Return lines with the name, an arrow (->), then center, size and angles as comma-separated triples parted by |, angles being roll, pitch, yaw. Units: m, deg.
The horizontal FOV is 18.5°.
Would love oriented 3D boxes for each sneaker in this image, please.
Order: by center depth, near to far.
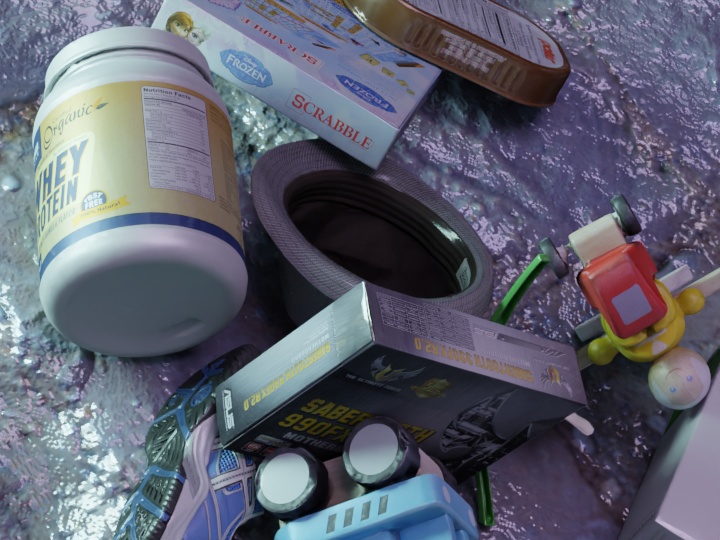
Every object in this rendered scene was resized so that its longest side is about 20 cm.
sneaker -> -0.103, 0.135, 1.502 | 0.077, 0.076, 0.200 | 41, 46, -22

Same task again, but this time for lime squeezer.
lime squeezer -> 0.089, 0.075, 1.577 | 0.038, 0.201, 0.071 | 8, 14, -16

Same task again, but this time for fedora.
fedora -> 0.000, 0.000, 1.604 | 0.200, 0.091, 0.177 | 40, 36, 24

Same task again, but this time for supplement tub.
supplement tub -> -0.157, -0.056, 1.556 | 0.144, 0.145, 0.201 | 5, 55, -19

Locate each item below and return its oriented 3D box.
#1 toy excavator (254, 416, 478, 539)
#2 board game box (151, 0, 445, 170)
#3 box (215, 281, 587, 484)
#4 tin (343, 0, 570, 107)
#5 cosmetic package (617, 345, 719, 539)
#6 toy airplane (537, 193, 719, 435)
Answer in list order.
toy excavator -> 0.043, 0.199, 1.432 | 0.194, 0.100, 0.201 | -20, 59, 15
board game box -> -0.040, -0.174, 1.703 | 0.199, 0.041, 0.200 | 31, 26, 2
box -> 0.028, 0.085, 1.484 | 0.199, 0.158, 0.049 | 18, 50, -39
tin -> 0.080, -0.195, 1.781 | 0.199, 0.042, 0.112 | 23, 30, -17
cosmetic package -> 0.258, 0.153, 1.602 | 0.085, 0.108, 0.200 | 31, 50, 1
toy airplane -> 0.208, 0.042, 1.610 | 0.198, 0.200, 0.142 | -12, 62, -36
